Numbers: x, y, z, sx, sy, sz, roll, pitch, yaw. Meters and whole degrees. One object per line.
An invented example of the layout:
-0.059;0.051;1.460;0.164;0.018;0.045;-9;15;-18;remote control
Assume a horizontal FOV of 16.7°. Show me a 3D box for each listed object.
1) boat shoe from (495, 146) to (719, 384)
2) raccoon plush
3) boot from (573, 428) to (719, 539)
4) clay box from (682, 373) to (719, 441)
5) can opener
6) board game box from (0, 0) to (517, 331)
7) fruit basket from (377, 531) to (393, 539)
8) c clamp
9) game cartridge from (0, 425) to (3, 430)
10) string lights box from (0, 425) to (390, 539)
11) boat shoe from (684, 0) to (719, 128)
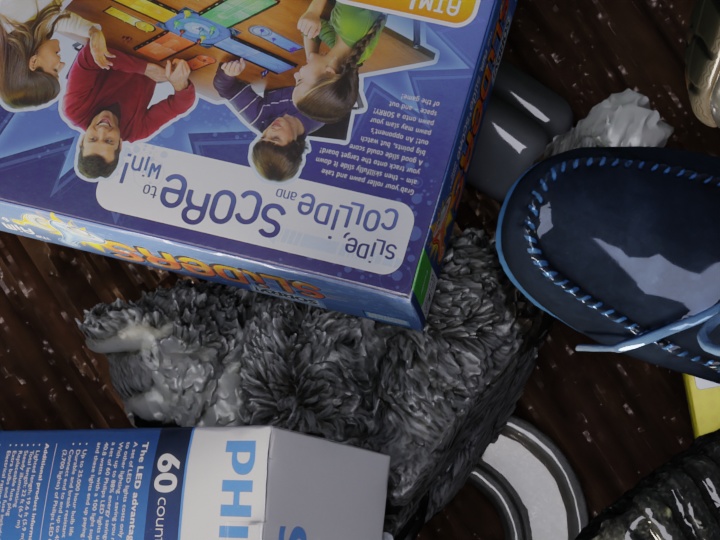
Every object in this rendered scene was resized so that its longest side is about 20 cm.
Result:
0.143;0.003;0.767;0.199;0.069;0.085;13;89;-12;boat shoe
0.000;0.000;0.840;0.134;0.097;0.200;35;82;14;raccoon plush
0.121;0.136;0.729;0.079;0.211;0.158;-30;92;18;boot
0.177;0.080;0.845;0.114;0.048;0.202;-10;89;7;clay box
-0.022;-0.080;0.883;0.199;0.053;0.067;34;123;7;can opener
-0.057;-0.069;0.806;0.199;0.034;0.136;14;75;13;board game box
-0.010;0.211;0.790;0.200;0.093;0.186;-41;61;34;fruit basket
0.005;0.148;0.880;0.170;0.027;0.202;1;90;9;c clamp
-0.172;0.149;0.903;0.132;0.040;0.201;-11;88;4;game cartridge
-0.088;0.105;0.787;0.199;0.059;0.104;-3;75;40;string lights box
0.157;-0.126;0.720;0.073;0.076;0.201;15;127;-2;boat shoe
